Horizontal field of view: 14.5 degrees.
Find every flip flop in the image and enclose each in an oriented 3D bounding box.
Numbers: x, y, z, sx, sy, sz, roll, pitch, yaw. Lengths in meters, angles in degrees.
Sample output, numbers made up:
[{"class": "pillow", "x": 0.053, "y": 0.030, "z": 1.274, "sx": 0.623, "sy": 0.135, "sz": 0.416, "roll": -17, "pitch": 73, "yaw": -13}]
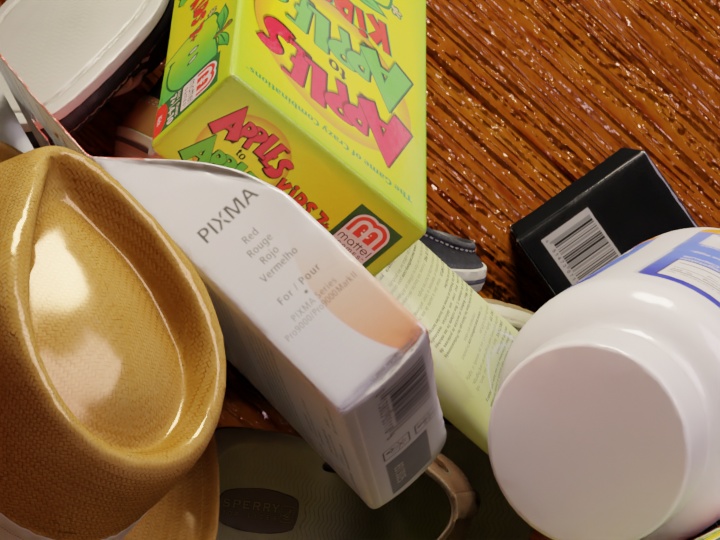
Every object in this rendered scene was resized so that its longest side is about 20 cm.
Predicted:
[{"class": "flip flop", "x": 0.005, "y": 0.099, "z": 1.159, "sx": 0.199, "sy": 0.057, "sz": 0.082, "roll": 10, "pitch": 83, "yaw": -44}]

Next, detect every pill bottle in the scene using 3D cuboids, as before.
[{"class": "pill bottle", "x": 0.121, "y": 0.051, "z": 1.170, "sx": 0.112, "sy": 0.112, "sz": 0.200, "roll": 58, "pitch": 24, "yaw": 3}]

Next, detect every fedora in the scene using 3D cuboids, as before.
[{"class": "fedora", "x": -0.105, "y": 0.027, "z": 0.960, "sx": 0.200, "sy": 0.082, "sz": 0.201, "roll": 27, "pitch": 46, "yaw": -31}]

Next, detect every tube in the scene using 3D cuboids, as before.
[{"class": "tube", "x": 0.000, "y": 0.000, "z": 1.174, "sx": 0.200, "sy": 0.052, "sz": 0.058, "roll": 41, "pitch": 78, "yaw": -15}]

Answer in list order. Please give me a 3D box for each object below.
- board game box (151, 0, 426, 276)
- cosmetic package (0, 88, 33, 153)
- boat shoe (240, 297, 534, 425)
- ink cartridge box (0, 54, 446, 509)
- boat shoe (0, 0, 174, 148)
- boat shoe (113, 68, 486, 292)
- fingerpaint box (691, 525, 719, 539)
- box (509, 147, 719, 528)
[{"class": "board game box", "x": -0.024, "y": -0.088, "z": 1.142, "sx": 0.101, "sy": 0.048, "sz": 0.200, "roll": 39, "pitch": 28, "yaw": -23}, {"class": "cosmetic package", "x": -0.156, "y": 0.006, "z": 1.048, "sx": 0.102, "sy": 0.074, "sz": 0.201, "roll": -20, "pitch": 79, "yaw": -54}, {"class": "boat shoe", "x": 0.020, "y": 0.046, "z": 1.242, "sx": 0.199, "sy": 0.073, "sz": 0.065, "roll": 15, "pitch": 55, "yaw": -32}, {"class": "ink cartridge box", "x": -0.051, "y": -0.009, "z": 1.071, "sx": 0.200, "sy": 0.050, "sz": 0.162, "roll": 48, "pitch": -8, "yaw": 16}, {"class": "boat shoe", "x": -0.106, "y": -0.110, "z": 1.216, "sx": 0.200, "sy": 0.074, "sz": 0.061, "roll": -69, "pitch": 156, "yaw": -44}, {"class": "boat shoe", "x": -0.017, "y": -0.039, "z": 1.248, "sx": 0.200, "sy": 0.075, "sz": 0.062, "roll": 25, "pitch": 87, "yaw": -33}, {"class": "fingerpaint box", "x": 0.117, "y": 0.159, "z": 1.143, "sx": 0.167, "sy": 0.200, "sz": 0.074, "roll": -17, "pitch": 78, "yaw": -55}, {"class": "box", "x": 0.158, "y": 0.043, "z": 1.350, "sx": 0.200, "sy": 0.079, "sz": 0.141, "roll": 55, "pitch": 1, "yaw": -2}]
